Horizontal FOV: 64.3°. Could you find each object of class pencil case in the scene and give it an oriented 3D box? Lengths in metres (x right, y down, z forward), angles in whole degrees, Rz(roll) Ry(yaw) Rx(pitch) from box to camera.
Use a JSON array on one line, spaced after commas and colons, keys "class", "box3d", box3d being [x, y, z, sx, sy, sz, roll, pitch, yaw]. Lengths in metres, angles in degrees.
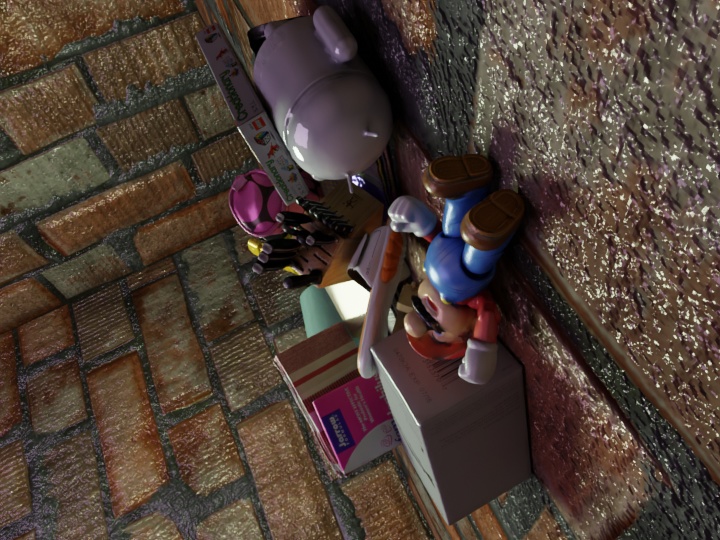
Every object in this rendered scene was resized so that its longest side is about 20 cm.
[{"class": "pencil case", "box3d": [-0.107, -0.102, 0.789, 0.094, 0.090, 0.200, 55, -164, 0]}]

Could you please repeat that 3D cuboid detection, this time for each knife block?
[{"class": "knife block", "box3d": [-0.050, -0.016, 0.695, 0.064, 0.176, 0.201, 36, 154, 18]}]

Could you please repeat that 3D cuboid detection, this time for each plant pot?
[{"class": "plant pot", "box3d": [-0.028, 0.123, 1.147, 0.201, 0.197, 0.199, 89, 162, -70]}]

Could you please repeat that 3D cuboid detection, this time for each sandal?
[{"class": "sandal", "box3d": [0.009, 0.015, 0.656, 0.079, 0.058, 0.210, 66, -144, -62]}]

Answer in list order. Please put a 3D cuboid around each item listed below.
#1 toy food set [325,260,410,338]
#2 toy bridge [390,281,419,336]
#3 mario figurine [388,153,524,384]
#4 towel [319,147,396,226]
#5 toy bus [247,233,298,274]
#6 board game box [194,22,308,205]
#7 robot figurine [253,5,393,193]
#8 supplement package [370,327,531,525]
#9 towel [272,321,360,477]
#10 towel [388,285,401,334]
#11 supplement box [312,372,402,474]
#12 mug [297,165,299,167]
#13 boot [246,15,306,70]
[{"class": "toy food set", "box3d": [0.000, 0.000, 0.886, 0.145, 0.060, 0.201, 60, 147, 19]}, {"class": "toy bridge", "box3d": [0.062, 0.079, 0.840, 0.202, 0.027, 0.068, 99, -169, -51]}, {"class": "mario figurine", "box3d": [0.067, 0.013, 0.465, 0.202, 0.104, 0.125, 88, -169, -51]}, {"class": "towel", "box3d": [-0.013, -0.114, 0.728, 0.142, 0.023, 0.202, 29, 150, 34]}, {"class": "toy bus", "box3d": [-0.092, -0.080, 1.110, 0.190, 0.202, 0.136, 30, 173, 11]}, {"class": "board game box", "box3d": [-0.128, -0.185, 0.670, 0.201, 0.034, 0.127, 61, 180, 37]}, {"class": "robot figurine", "box3d": [-0.039, -0.175, 0.587, 0.202, 0.111, 0.171, 60, 154, 30]}, {"class": "supplement package", "box3d": [0.102, 0.157, 0.625, 0.117, 0.116, 0.202, 52, 165, 49]}, {"class": "towel", "box3d": [-0.030, 0.189, 0.868, 0.202, 0.143, 0.023, 59, 138, 10]}, {"class": "towel", "box3d": [0.034, 0.031, 0.980, 0.200, 0.034, 0.195, 169, 77, -81]}, {"class": "supplement box", "box3d": [0.042, 0.180, 0.779, 0.102, 0.197, 0.103, 62, 172, 10]}, {"class": "mug", "box3d": [-0.077, -0.122, 0.976, 0.152, 0.113, 0.187, -129, 17, -61]}, {"class": "boot", "box3d": [-0.085, -0.226, 0.750, 0.211, 0.078, 0.161, -153, 46, -80]}]
